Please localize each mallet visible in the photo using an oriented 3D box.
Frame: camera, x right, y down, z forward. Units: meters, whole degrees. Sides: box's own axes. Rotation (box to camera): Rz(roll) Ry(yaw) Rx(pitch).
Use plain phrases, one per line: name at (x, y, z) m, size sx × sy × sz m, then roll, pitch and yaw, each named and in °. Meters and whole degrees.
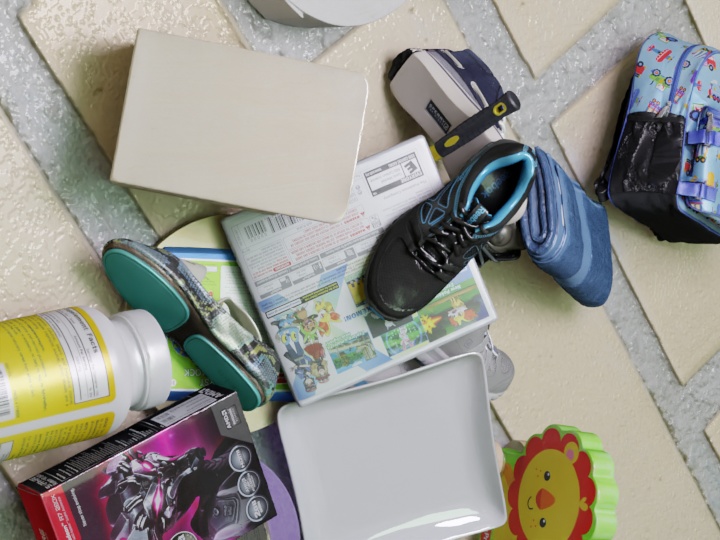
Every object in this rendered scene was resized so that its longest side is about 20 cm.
mallet at (0.072, -0.098, 1.655) m, size 0.041 × 0.199 × 0.066 m, roll -31°, pitch 96°, yaw -55°

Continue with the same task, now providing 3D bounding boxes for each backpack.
backpack at (0.344, -0.140, 1.859) m, size 0.182 × 0.134 × 0.201 m, roll 26°, pitch 72°, yaw -52°

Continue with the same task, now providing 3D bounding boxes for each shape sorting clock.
shape sorting clock at (-0.119, 0.049, 1.632) m, size 0.199 × 0.039 × 0.201 m, roll 0°, pitch 89°, yaw -26°

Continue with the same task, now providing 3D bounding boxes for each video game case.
video game case at (0.000, 0.000, 1.624) m, size 0.199 × 0.022 × 0.183 m, roll -23°, pitch 94°, yaw -8°

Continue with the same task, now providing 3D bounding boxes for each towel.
towel at (0.202, -0.038, 1.764) m, size 0.200 × 0.048 × 0.112 m, roll 36°, pitch 45°, yaw -63°

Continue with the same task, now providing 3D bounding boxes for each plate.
plate at (0.030, 0.179, 1.697) m, size 0.199 × 0.032 × 0.200 m, roll -15°, pitch 119°, yaw -9°

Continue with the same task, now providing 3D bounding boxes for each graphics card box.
graphics card box at (-0.177, 0.194, 1.527) m, size 0.199 × 0.051 × 0.126 m, roll -26°, pitch 109°, yaw -30°

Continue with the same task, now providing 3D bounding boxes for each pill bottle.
pill bottle at (-0.262, 0.092, 1.497) m, size 0.199 × 0.112 × 0.113 m, roll -12°, pitch 102°, yaw -33°

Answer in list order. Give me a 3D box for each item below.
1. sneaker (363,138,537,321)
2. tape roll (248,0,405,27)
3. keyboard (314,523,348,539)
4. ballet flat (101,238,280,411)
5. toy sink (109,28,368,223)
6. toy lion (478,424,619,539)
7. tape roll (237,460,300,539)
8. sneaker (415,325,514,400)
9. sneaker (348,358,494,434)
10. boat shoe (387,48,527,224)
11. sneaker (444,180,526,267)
sneaker at (0.078, -0.039, 1.581) m, size 0.073 × 0.082 × 0.200 m, roll 41°, pitch 89°, yaw -6°
tape roll at (-0.031, -0.319, 1.633) m, size 0.202 × 0.071 × 0.204 m, roll -5°, pitch 98°, yaw -34°
keyboard at (-0.030, 0.309, 1.741) m, size 0.056 × 0.011 × 0.201 m, roll -3°, pitch 97°, yaw -34°
ballet flat at (-0.143, 0.035, 1.572) m, size 0.074 × 0.074 × 0.200 m, roll -47°, pitch 109°, yaw -21°
toy sink at (-0.103, -0.118, 1.542) m, size 0.199 × 0.112 × 0.131 m, roll 10°, pitch 89°, yaw -5°
toy lion at (0.174, 0.248, 1.762) m, size 0.068 × 0.191 × 0.201 m, roll 9°, pitch 91°, yaw -34°
tape roll at (-0.154, 0.252, 1.618) m, size 0.199 × 0.066 × 0.201 m, roll -5°, pitch 98°, yaw -34°
sneaker at (0.105, 0.066, 1.730) m, size 0.082 × 0.075 × 0.200 m, roll -47°, pitch 147°, yaw 8°
sneaker at (0.047, 0.126, 1.742) m, size 0.200 × 0.076 × 0.081 m, roll 37°, pitch 90°, yaw -30°
boat shoe at (0.116, -0.133, 1.699) m, size 0.092 × 0.075 × 0.200 m, roll -14°, pitch 64°, yaw -42°
sneaker at (0.081, -0.026, 1.718) m, size 0.199 × 0.114 × 0.076 m, roll -34°, pitch 111°, yaw -24°
